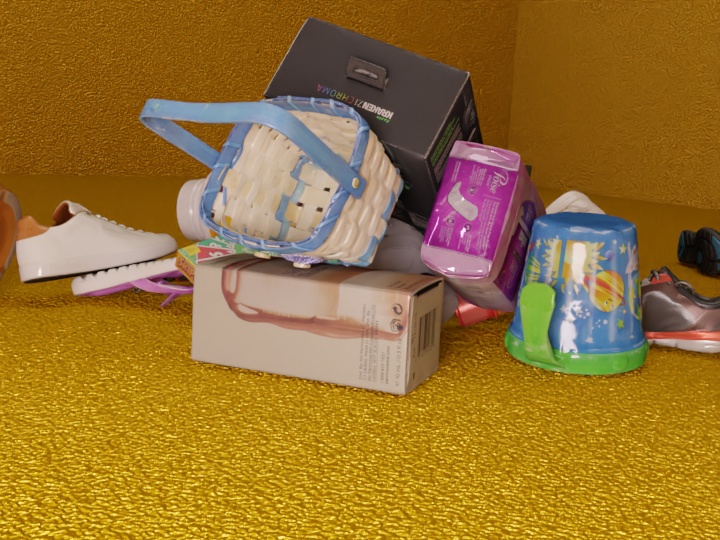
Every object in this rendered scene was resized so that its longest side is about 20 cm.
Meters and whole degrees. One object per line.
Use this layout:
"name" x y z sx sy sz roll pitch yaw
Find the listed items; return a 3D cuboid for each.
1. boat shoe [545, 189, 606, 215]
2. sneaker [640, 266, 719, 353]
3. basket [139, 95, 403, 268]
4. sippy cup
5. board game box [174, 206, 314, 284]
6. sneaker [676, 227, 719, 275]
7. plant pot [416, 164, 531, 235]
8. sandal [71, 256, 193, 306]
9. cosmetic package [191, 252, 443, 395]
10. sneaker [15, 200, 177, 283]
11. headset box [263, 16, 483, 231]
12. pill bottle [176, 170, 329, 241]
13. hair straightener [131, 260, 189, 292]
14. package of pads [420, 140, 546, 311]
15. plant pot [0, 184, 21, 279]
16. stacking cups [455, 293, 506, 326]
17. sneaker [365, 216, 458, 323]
"boat shoe" 0.198 -0.010 1.139 0.199 0.071 0.069 -41 45 -9
"sneaker" 0.300 0.034 1.067 0.197 0.083 0.077 4 9 18
"basket" -0.067 -0.085 0.853 0.175 0.140 0.200 12 -19 43
"sippy cup" 0.208 0.015 0.963 0.137 0.132 0.178 1 14 0
"board game box" -0.089 -0.014 1.070 0.095 0.030 0.199 40 37 25
"sneaker" 0.588 -0.035 1.670 0.081 0.074 0.200 5 10 1
"plant pot" 0.107 -0.045 1.224 0.197 0.164 0.201 -1 4 0
"sandal" -0.220 0.015 1.118 0.200 0.051 0.082 -9 0 18
"cosmetic package" -0.036 0.041 0.877 0.197 0.089 0.103 6 10 19
"sneaker" -0.291 -0.040 1.137 0.072 0.086 0.199 -15 -4 41
"headset box" 0.020 -0.134 0.974 0.172 0.094 0.200 24 -14 21
"pill bottle" -0.125 -0.076 1.263 0.197 0.111 0.109 0 7 22
"hair straightener" -0.203 0.004 1.256 0.198 0.042 0.076 -11 16 -43
"package of pads" 0.122 -0.034 0.969 0.075 0.122 0.200 15 -6 19
"plant pot" -0.471 -0.055 1.072 0.181 0.203 0.200 21 11 8
"stacking cups" 0.192 0.007 1.089 0.197 0.061 0.061 -18 7 6
"sneaker" 0.000 0.000 1.042 0.197 0.075 0.116 3 50 -29
